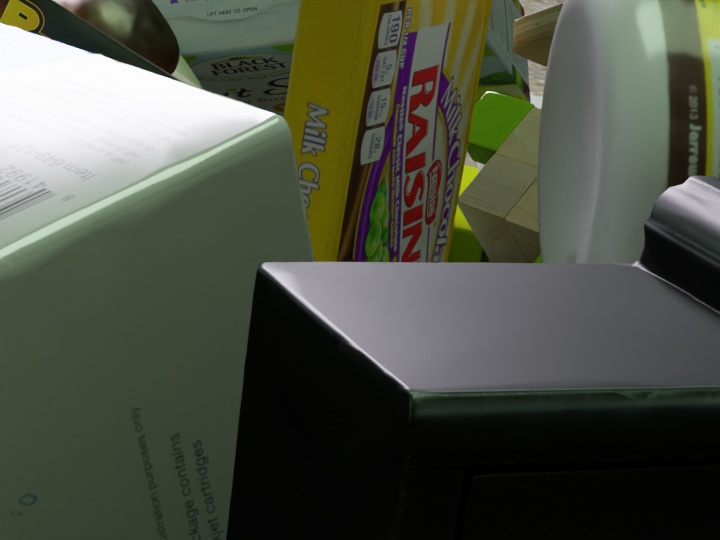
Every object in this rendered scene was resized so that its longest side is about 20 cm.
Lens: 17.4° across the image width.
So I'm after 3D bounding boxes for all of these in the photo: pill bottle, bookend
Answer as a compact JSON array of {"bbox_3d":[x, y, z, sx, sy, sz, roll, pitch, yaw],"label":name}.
[{"bbox_3d":[0.155,-0.029,0.651,0.199,0.110,0.109,2,16,-7],"label":"pill bottle"},{"bbox_3d":[-0.012,0.089,0.421,0.198,0.201,0.092,1,17,-24],"label":"bookend"}]

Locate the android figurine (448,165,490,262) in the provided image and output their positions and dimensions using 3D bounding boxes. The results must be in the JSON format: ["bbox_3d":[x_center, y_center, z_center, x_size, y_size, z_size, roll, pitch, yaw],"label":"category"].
[{"bbox_3d":[0.002,-0.028,1.124,0.199,0.041,0.182,11,17,4],"label":"android figurine"}]

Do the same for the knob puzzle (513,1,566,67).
[{"bbox_3d":[0.149,-0.084,0.766,0.219,0.031,0.220,1,-6,0],"label":"knob puzzle"}]

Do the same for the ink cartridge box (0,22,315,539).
[{"bbox_3d":[-0.123,0.052,0.508,0.200,0.145,0.147,-27,32,-31],"label":"ink cartridge box"}]

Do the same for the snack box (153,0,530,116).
[{"bbox_3d":[-0.035,-0.102,1.041,0.199,0.053,0.142,-6,-12,14],"label":"snack box"}]

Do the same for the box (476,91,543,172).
[{"bbox_3d":[0.083,-0.018,1.035,0.039,0.042,0.200,12,28,-11],"label":"box"}]

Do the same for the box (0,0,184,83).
[{"bbox_3d":[-0.119,-0.017,0.719,0.200,0.137,0.040,31,-22,-23],"label":"box"}]

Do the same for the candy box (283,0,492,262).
[{"bbox_3d":[0.000,0.000,0.732,0.026,0.201,0.102,15,18,20],"label":"candy box"}]

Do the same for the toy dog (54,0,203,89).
[{"bbox_3d":[-0.113,-0.035,0.859,0.194,0.139,0.200,53,-4,20],"label":"toy dog"}]

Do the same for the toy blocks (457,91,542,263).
[{"bbox_3d":[0.128,0.020,0.868,0.200,0.137,0.100,22,64,42],"label":"toy blocks"}]
